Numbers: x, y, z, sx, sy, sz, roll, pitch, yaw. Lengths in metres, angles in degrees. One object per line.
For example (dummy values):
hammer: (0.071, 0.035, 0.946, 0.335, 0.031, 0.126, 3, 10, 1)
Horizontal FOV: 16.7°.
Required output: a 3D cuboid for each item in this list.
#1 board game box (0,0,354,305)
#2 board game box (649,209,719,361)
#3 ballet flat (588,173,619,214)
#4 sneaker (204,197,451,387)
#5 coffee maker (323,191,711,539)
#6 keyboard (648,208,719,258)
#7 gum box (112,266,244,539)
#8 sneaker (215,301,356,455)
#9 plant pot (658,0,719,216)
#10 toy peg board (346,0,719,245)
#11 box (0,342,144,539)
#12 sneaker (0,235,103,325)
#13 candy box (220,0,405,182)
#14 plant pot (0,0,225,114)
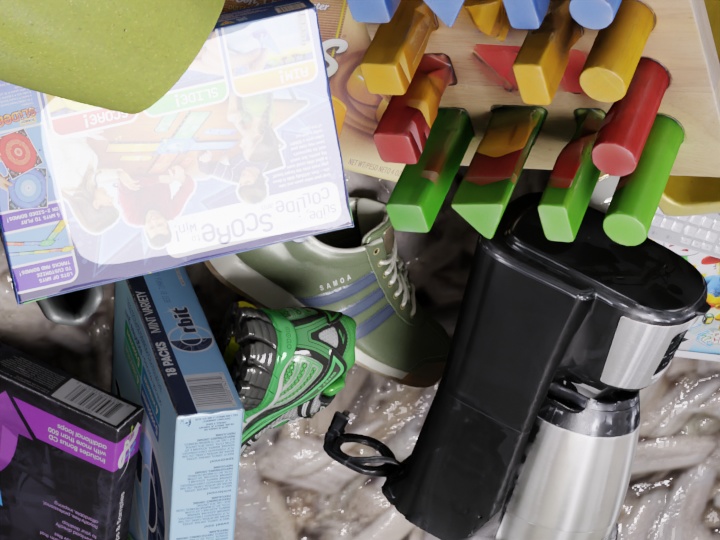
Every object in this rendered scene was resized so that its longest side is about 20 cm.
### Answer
board game box: (-0.113, -0.069, 1.392, 0.200, 0.034, 0.136, -13, 110, -9)
board game box: (0.205, -0.004, 1.637, 0.200, 0.035, 0.126, 7, 120, -23)
ballet flat: (0.153, -0.012, 1.543, 0.068, 0.063, 0.200, -1, 128, -15)
sneaker: (0.000, 0.000, 1.547, 0.200, 0.067, 0.090, 29, 115, -29)
coffee maker: (0.091, 0.063, 1.480, 0.192, 0.135, 0.200, 14, 116, -4)
keyboard: (0.269, -0.027, 1.616, 0.200, 0.011, 0.056, 14, 116, -27)
gum box: (-0.118, 0.119, 1.525, 0.044, 0.170, 0.200, -5, 124, -17)
sneaker: (-0.053, 0.074, 1.524, 0.085, 0.078, 0.200, 1, 165, -15)
plant pot: (0.253, -0.175, 1.419, 0.194, 0.200, 0.196, -5, 133, 28)
toy peg board: (0.085, -0.105, 1.343, 0.200, 0.098, 0.199, 4, 138, 25)
box: (-0.212, 0.145, 1.540, 0.143, 0.036, 0.200, 22, 125, 20)
sneaker: (-0.187, -0.054, 1.435, 0.074, 0.085, 0.200, -22, 128, -4)
candy box: (-0.032, -0.129, 1.455, 0.200, 0.055, 0.116, 13, 116, -25)
plant pot: (-0.175, -0.173, 1.274, 0.200, 0.187, 0.187, 34, 108, -24)
